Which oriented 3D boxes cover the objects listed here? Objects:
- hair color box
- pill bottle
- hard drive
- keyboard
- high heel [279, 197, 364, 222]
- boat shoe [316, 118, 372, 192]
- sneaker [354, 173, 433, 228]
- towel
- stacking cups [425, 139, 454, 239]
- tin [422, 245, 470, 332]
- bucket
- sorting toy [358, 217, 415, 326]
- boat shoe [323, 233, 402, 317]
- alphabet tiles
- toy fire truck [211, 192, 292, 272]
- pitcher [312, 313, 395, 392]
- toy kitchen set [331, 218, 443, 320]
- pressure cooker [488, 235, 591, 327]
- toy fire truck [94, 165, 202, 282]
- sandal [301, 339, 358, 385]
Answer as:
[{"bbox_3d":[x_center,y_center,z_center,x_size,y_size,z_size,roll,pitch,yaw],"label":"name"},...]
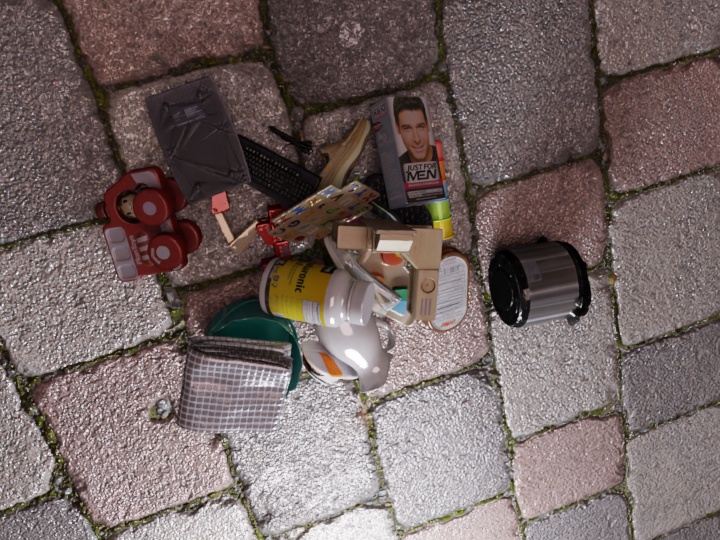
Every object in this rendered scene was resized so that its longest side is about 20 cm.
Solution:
[{"bbox_3d":[0.091,-0.226,1.133,0.098,0.060,0.202,-12,90,-33],"label":"hair color box"},{"bbox_3d":[-0.079,0.045,1.105,0.198,0.111,0.112,10,108,15],"label":"pill bottle"},{"bbox_3d":[-0.290,-0.233,1.067,0.134,0.042,0.201,-22,96,-6],"label":"hard drive"},{"bbox_3d":[-0.156,-0.201,1.084,0.199,0.021,0.128,29,96,17],"label":"keyboard"},{"bbox_3d":[-0.068,-0.113,1.157,0.199,0.096,0.068,27,99,-21],"label":"high heel"},{"bbox_3d":[-0.045,-0.215,1.122,0.076,0.072,0.201,28,71,-9],"label":"boat shoe"},{"bbox_3d":[0.069,-0.129,1.199,0.200,0.083,0.072,44,76,-24],"label":"sneaker"},{"bbox_3d":[-0.227,0.215,1.084,0.198,0.086,0.167,8,106,-16],"label":"towel"},{"bbox_3d":[0.157,-0.165,1.217,0.060,0.061,0.202,-12,111,-10],"label":"stacking cups"},{"bbox_3d":[0.184,0.045,1.286,0.111,0.042,0.201,-13,120,-18],"label":"tin"},{"bbox_3d":[-0.219,0.161,1.187,0.205,0.135,0.209,-5,110,-13],"label":"bucket"},{"bbox_3d":[0.076,0.010,1.267,0.199,0.036,0.186,28,99,-21],"label":"sorting toy"},{"bbox_3d":[0.000,0.001,1.202,0.065,0.074,0.202,-38,88,5],"label":"boat shoe"},{"bbox_3d":[-0.067,-0.105,1.096,0.199,0.166,0.006,-28,71,20],"label":"alphabet tiles"},{"bbox_3d":[-0.211,-0.072,1.160,0.140,0.049,0.202,-10,111,-11],"label":"toy fire truck"},{"bbox_3d":[-0.004,0.126,1.237,0.121,0.172,0.201,-23,111,35],"label":"pitcher"},{"bbox_3d":[0.053,0.004,1.088,0.198,0.163,0.182,2,100,-11],"label":"toy kitchen set"},{"bbox_3d":[0.399,0.028,1.281,0.198,0.179,0.177,-11,107,-10],"label":"pressure cooker"},{"bbox_3d":[-0.399,-0.082,1.085,0.166,0.112,0.202,-9,110,8],"label":"toy fire truck"},{"bbox_3d":[-0.071,0.206,1.238,0.059,0.080,0.206,-34,149,15],"label":"sandal"}]
